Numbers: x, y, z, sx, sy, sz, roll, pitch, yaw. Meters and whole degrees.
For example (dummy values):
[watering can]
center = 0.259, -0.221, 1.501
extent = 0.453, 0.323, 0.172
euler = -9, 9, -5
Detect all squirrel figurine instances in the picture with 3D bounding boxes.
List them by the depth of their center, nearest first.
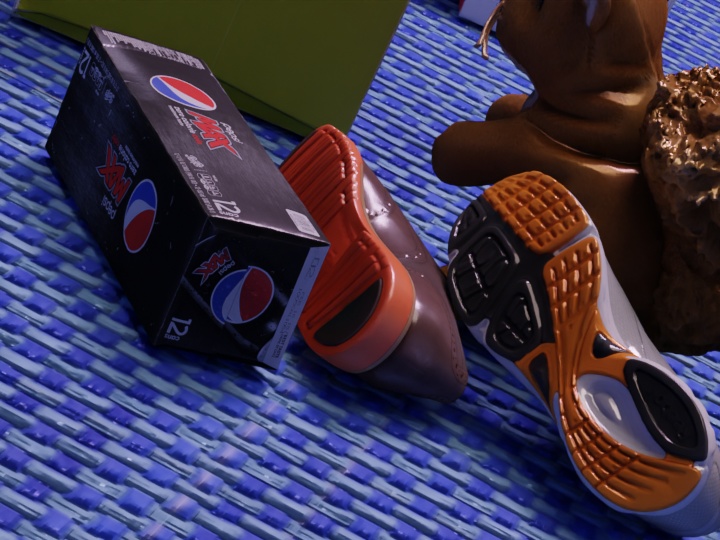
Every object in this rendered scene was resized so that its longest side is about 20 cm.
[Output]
[squirrel figurine]
center = 0.135, -0.061, 1.418
extent = 0.200, 0.187, 0.141
euler = 16, 14, 36

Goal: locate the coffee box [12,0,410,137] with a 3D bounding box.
[coffee box]
center = -0.059, -0.218, 1.621
extent = 0.199, 0.200, 0.198
euler = 23, 20, -7

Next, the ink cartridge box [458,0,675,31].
[ink cartridge box]
center = 0.124, -0.221, 2.010
extent = 0.175, 0.084, 0.200
euler = 24, 20, -5

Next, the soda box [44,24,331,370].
[soda box]
center = -0.083, -0.035, 1.326
extent = 0.063, 0.071, 0.200
euler = 13, 23, -27

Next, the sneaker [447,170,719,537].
[sneaker]
center = 0.106, 0.045, 1.329
extent = 0.092, 0.076, 0.200
euler = 49, 12, -55

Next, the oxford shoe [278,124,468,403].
[oxford shoe]
center = 0.000, 0.000, 1.367
extent = 0.072, 0.071, 0.200
euler = 36, 18, -29
